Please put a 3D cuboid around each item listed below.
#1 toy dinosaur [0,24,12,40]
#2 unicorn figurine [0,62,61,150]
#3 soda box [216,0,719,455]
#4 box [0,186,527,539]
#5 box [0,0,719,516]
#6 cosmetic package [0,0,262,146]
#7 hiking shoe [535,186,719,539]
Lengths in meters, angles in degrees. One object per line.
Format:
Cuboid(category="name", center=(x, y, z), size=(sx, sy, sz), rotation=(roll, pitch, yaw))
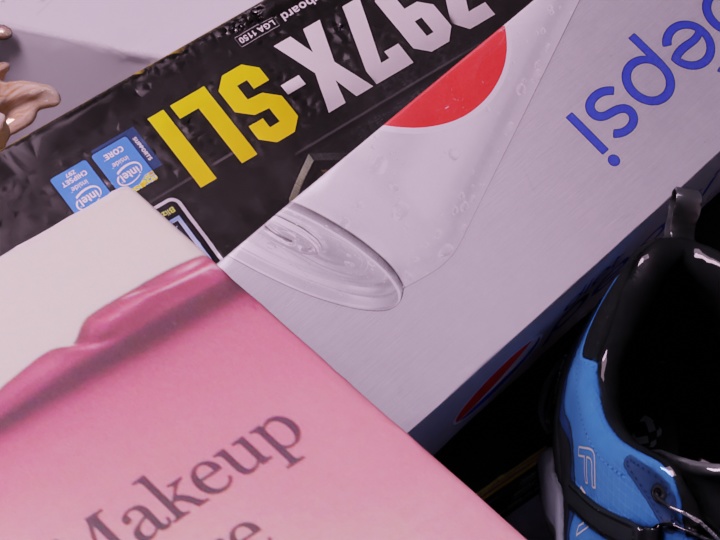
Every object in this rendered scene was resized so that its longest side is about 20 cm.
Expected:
Cuboid(category="toy dinosaur", center=(-0.213, -0.061, 0.924), size=(0.200, 0.086, 0.136), rotation=(-34, 32, 16))
Cuboid(category="unicorn figurine", center=(-0.192, -0.014, 0.797), size=(0.200, 0.137, 0.074), rotation=(7, 53, -30))
Cuboid(category="soda box", center=(0.037, -0.016, 0.743), size=(0.200, 0.063, 0.068), rotation=(-40, 79, -24))
Cuboid(category="box", center=(-0.037, 0.098, 0.621), size=(0.128, 0.109, 0.200), rotation=(-33, 59, -29))
Cuboid(category="box", center=(0.000, 0.000, 0.801), size=(0.200, 0.049, 0.160), rotation=(-32, 72, -22))
Cuboid(category="cosmetic package", center=(-0.099, -0.065, 0.947), size=(0.200, 0.102, 0.074), rotation=(14, 46, 34))
Cuboid(category="hiking shoe", center=(0.080, 0.084, 0.679), size=(0.074, 0.087, 0.200), rotation=(-6, 55, -9))
